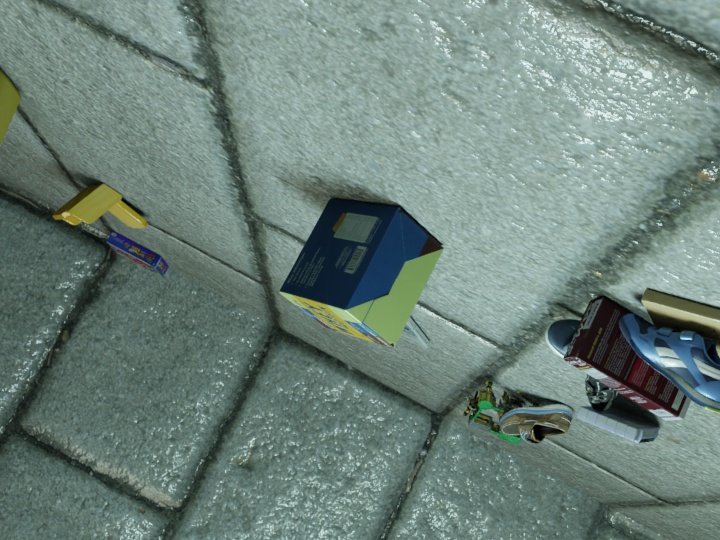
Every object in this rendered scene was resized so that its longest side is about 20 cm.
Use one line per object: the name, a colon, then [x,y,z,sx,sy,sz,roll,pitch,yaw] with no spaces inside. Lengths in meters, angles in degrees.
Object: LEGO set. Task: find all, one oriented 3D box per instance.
LEGO set: [0.361,0.339,2.455,0.196,0.117,0.155,15,137,0]

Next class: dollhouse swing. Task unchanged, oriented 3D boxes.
dollhouse swing: [-0.741,-0.144,2.769,0.177,0.182,0.199,56,156,-20]

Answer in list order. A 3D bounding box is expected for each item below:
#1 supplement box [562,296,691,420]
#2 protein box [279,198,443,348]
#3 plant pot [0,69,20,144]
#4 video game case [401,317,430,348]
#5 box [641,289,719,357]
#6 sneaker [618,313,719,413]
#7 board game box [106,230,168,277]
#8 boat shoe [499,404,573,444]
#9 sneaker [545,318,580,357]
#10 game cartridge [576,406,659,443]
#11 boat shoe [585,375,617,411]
supplement box: [0.431,0.140,1.523,0.198,0.110,0.061,31,167,-5]
protein box: [0.000,0.000,1.691,0.134,0.201,0.198,38,164,-36]
plant pot: [-0.877,-0.377,2.153,0.197,0.203,0.176,22,177,24]
video game case: [0.060,0.116,2.374,0.198,0.022,0.182,22,165,30]
box: [0.511,0.095,1.384,0.198,0.021,0.164,19,163,39]
sneaker: [0.458,0.115,1.384,0.073,0.083,0.200,3,-149,-50]
board game box: [-0.777,-0.056,3.393,0.197,0.045,0.135,27,166,9]
boat shoe: [0.413,0.372,2.328,0.198,0.073,0.072,-22,127,40]
sneaker: [0.406,0.125,1.605,0.196,0.076,0.085,17,167,6]
game cartridge: [0.532,0.315,1.991,0.128,0.039,0.199,25,-174,30]
boat shoe: [0.458,0.225,1.864,0.069,0.067,0.200,23,166,20]
